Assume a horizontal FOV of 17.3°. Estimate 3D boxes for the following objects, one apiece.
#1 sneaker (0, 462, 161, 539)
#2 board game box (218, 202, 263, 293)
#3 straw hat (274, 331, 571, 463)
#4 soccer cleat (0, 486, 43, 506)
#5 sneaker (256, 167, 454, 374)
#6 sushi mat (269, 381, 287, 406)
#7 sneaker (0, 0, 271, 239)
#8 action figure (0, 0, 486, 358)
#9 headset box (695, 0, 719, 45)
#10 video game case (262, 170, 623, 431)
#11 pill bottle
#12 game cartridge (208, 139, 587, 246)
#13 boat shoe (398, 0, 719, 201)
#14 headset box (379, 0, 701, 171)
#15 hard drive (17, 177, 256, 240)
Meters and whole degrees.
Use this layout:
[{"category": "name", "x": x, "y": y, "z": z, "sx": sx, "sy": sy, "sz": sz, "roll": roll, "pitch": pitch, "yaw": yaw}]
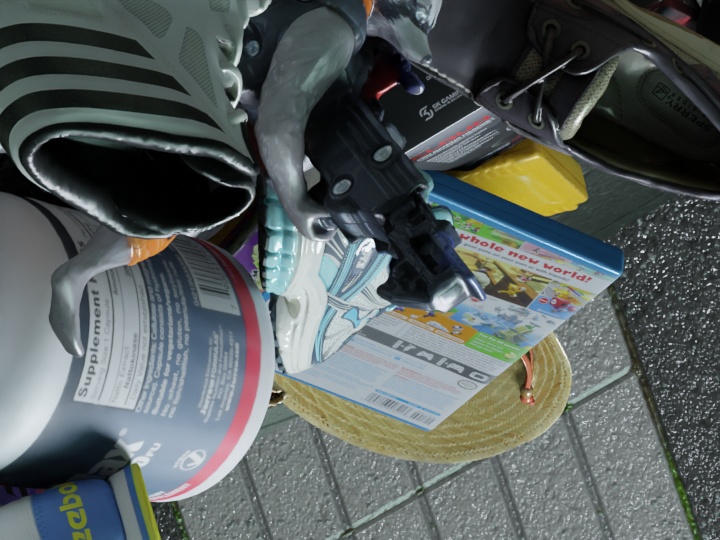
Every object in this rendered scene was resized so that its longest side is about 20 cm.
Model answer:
[{"category": "sneaker", "x": -0.132, "y": 0.155, "z": 1.005, "sx": 0.082, "sy": 0.074, "sz": 0.200, "roll": -11, "pitch": 140, "yaw": -20}, {"category": "board game box", "x": -0.064, "y": -0.002, "z": 1.257, "sx": 0.200, "sy": 0.032, "sz": 0.120, "roll": -48, "pitch": -176, "yaw": 32}, {"category": "straw hat", "x": 0.035, "y": 0.020, "z": 1.364, "sx": 0.201, "sy": 0.201, "sz": 0.085, "roll": -36, "pitch": -155, "yaw": 47}, {"category": "soccer cleat", "x": -0.133, "y": 0.082, "z": 1.137, "sx": 0.068, "sy": 0.073, "sz": 0.200, "roll": -56, "pitch": -175, "yaw": 21}, {"category": "sneaker", "x": 0.000, "y": 0.000, "z": 1.086, "sx": 0.086, "sy": 0.078, "sz": 0.200, "roll": 0, "pitch": 165, "yaw": 2}, {"category": "sushi mat", "x": -0.122, "y": 0.055, "z": 1.360, "sx": 0.095, "sy": 0.012, "sz": 0.200, "roll": -24, "pitch": -153, "yaw": -17}, {"category": "sneaker", "x": -0.059, "y": -0.066, "z": 0.737, "sx": 0.076, "sy": 0.116, "sz": 0.200, "roll": -33, "pitch": 173, "yaw": 33}, {"category": "action figure", "x": -0.043, "y": -0.055, "z": 0.832, "sx": 0.193, "sy": 0.200, "sz": 0.105, "roll": -35, "pitch": 137, "yaw": -14}, {"category": "headset box", "x": 0.238, "y": -0.096, "z": 1.219, "sx": 0.075, "sy": 0.200, "sz": 0.149, "roll": -1, "pitch": -130, "yaw": 24}, {"category": "video game case", "x": 0.026, "y": 0.016, "z": 1.259, "sx": 0.143, "sy": 0.018, "sz": 0.200, "roll": 22, "pitch": 143, "yaw": -20}, {"category": "pill bottle", "x": -0.140, "y": 0.030, "z": 0.977, "sx": 0.119, "sy": 0.120, "sz": 0.200, "roll": -33, "pitch": 153, "yaw": 29}, {"category": "game cartridge", "x": 0.025, "y": -0.036, "z": 1.389, "sx": 0.199, "sy": 0.033, "sz": 0.176, "roll": -13, "pitch": 170, "yaw": 14}, {"category": "boat shoe", "x": 0.089, "y": -0.085, "z": 1.000, "sx": 0.072, "sy": 0.199, "sz": 0.065, "roll": -56, "pitch": -157, "yaw": 26}, {"category": "headset box", "x": 0.073, "y": -0.114, "z": 1.120, "sx": 0.148, "sy": 0.077, "sz": 0.200, "roll": -31, "pitch": 175, "yaw": 14}, {"category": "hard drive", "x": -0.108, "y": -0.032, "z": 1.136, "sx": 0.139, "sy": 0.038, "sz": 0.200, "roll": -26, "pitch": 173, "yaw": -28}]
